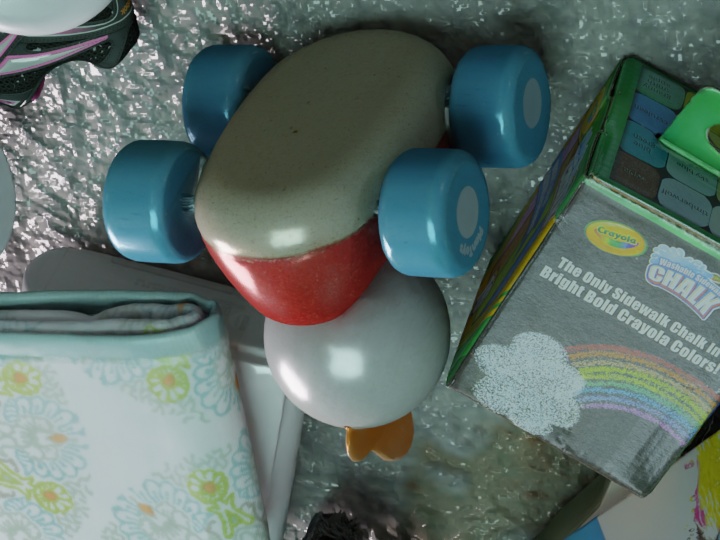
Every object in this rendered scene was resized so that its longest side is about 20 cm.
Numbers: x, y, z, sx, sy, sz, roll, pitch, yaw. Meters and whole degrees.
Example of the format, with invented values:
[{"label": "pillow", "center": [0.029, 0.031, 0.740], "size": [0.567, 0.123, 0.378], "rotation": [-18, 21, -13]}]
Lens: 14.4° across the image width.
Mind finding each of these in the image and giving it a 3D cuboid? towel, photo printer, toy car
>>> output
[{"label": "towel", "center": [-0.153, 0.090, 1.530], "size": [0.199, 0.048, 0.172], "rotation": [1, 125, 19]}, {"label": "photo printer", "center": [-0.117, 0.095, 1.594], "size": [0.166, 0.070, 0.200], "rotation": [15, 126, 5]}, {"label": "toy car", "center": [0.000, 0.000, 1.431], "size": [0.184, 0.177, 0.200], "rotation": [3, 127, 25]}]

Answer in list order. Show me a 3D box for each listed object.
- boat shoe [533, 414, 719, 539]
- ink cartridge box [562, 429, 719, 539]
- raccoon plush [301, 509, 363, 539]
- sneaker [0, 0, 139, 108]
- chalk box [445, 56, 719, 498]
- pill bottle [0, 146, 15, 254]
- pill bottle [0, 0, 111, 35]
[{"label": "boat shoe", "center": [0.138, 0.149, 1.558], "size": [0.061, 0.072, 0.201], "rotation": [35, 123, -5]}, {"label": "ink cartridge box", "center": [0.222, 0.176, 1.457], "size": [0.200, 0.146, 0.147], "rotation": [-37, 126, 14]}, {"label": "raccoon plush", "center": [0.018, 0.208, 1.576], "size": [0.134, 0.200, 0.097], "rotation": [25, 94, -3]}, {"label": "sneaker", "center": [-0.204, -0.116, 1.472], "size": [0.199, 0.080, 0.086], "rotation": [-9, 132, 28]}, {"label": "chalk box", "center": [0.149, -0.013, 1.413], "size": [0.124, 0.124, 0.200], "rotation": [30, 125, -4]}, {"label": "pill bottle", "center": [-0.280, -0.028, 1.496], "size": [0.200, 0.120, 0.120], "rotation": [-9, 122, 40]}, {"label": "pill bottle", "center": [-0.131, -0.199, 1.313], "size": [0.109, 0.200, 0.110], "rotation": [8, 125, 11]}]
